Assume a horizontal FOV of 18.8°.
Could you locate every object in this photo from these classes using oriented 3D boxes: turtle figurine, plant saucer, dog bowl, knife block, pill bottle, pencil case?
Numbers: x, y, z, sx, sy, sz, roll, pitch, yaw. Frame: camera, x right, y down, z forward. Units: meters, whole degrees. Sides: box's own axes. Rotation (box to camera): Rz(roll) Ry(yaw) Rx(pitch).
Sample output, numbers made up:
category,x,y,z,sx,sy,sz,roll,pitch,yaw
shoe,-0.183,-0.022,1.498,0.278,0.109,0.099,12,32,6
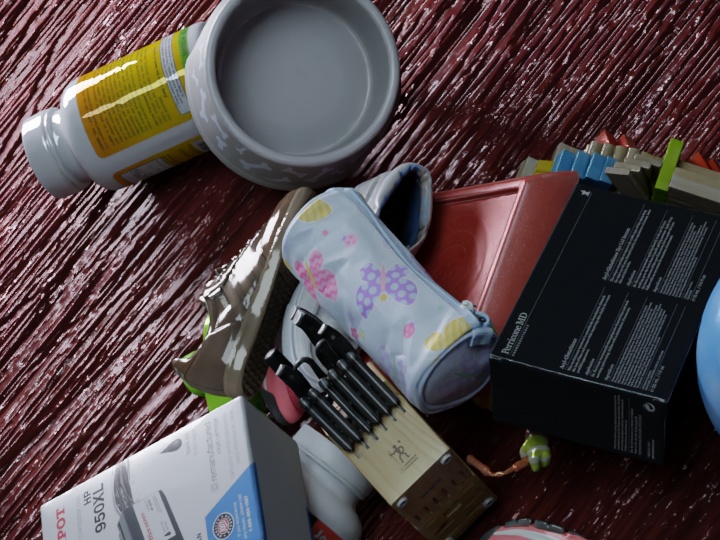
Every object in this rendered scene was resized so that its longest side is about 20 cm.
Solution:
category,x,y,z,sx,sy,sz,roll,pitch,yaw
turtle figurine,0.154,0.080,1.730,0.160,0.065,0.200,-12,31,7
plant saucer,0.077,0.009,1.785,0.199,0.037,0.201,-8,57,56
dog bowl,-0.055,-0.174,1.928,0.198,0.059,0.202,1,82,-10
knife block,0.009,0.117,1.702,0.064,0.200,0.176,-43,60,0
pill bottle,-0.208,-0.142,2.018,0.199,0.111,0.112,-23,56,14
pencil case,0.022,0.021,1.687,0.083,0.091,0.200,-16,46,-35
pill bottle,-0.076,0.226,1.750,0.112,0.112,0.200,33,82,36

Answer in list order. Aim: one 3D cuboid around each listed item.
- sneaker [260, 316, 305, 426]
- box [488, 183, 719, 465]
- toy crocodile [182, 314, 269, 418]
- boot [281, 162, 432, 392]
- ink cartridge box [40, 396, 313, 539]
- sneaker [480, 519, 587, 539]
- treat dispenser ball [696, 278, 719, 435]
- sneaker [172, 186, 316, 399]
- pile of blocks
category,x,y,z,sx,sy,sz,roll,pitch,yaw
sneaker,-0.033,0.036,1.857,0.086,0.074,0.201,0,64,25
box,0.197,0.037,1.665,0.140,0.079,0.200,16,49,18
toy crocodile,-0.106,0.117,1.862,0.067,0.062,0.201,-29,56,29
boot,0.000,0.000,1.792,0.095,0.073,0.201,-34,33,59
ink cartridge box,-0.141,0.211,1.667,0.199,0.084,0.145,-29,45,17
sneaker,0.167,0.247,1.631,0.199,0.074,0.087,13,72,31
treat dispenser ball,0.343,0.063,1.572,0.199,0.201,0.202,-12,59,21
sneaker,-0.096,0.011,1.814,0.075,0.071,0.201,11,60,20
pile of blocks,0.218,-0.089,1.792,0.199,0.082,0.063,9,68,31
